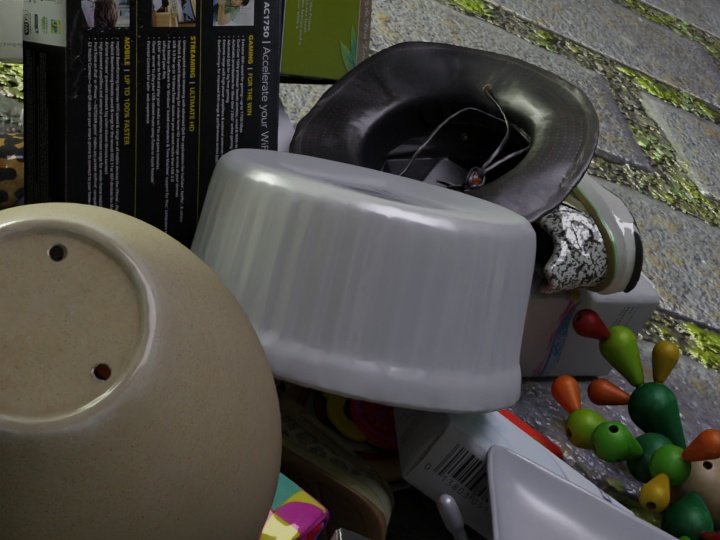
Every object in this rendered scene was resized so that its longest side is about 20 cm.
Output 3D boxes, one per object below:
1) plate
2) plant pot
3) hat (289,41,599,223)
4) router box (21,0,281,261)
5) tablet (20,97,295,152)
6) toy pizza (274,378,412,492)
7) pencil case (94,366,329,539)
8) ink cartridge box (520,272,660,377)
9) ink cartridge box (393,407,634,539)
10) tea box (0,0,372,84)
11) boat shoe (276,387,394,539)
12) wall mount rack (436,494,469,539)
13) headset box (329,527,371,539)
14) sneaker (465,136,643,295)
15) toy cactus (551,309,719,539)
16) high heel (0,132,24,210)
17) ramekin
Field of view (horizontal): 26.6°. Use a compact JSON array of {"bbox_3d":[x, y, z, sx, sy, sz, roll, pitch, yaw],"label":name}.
[{"bbox_3d":[0.140,0.193,0.750,0.199,0.032,0.200,28,27,-11],"label":"plate"},{"bbox_3d":[-0.131,0.050,0.646,0.198,0.135,0.202,2,63,-4],"label":"plant pot"},{"bbox_3d":[0.057,-0.064,0.996,0.199,0.081,0.202,-6,46,6],"label":"hat"},{"bbox_3d":[-0.116,-0.098,0.863,0.148,0.202,0.051,-8,16,-41],"label":"router box"},{"bbox_3d":[-0.109,-0.055,0.959,0.199,0.014,0.131,-11,74,-43],"label":"tablet"},{"bbox_3d":[-0.030,0.058,0.945,0.199,0.032,0.201,24,28,-14],"label":"toy pizza"},{"bbox_3d":[-0.108,0.095,0.751,0.200,0.089,0.088,38,28,10],"label":"pencil case"},{"bbox_3d":[0.100,0.001,1.111,0.199,0.088,0.146,0,41,-41],"label":"ink cartridge box"},{"bbox_3d":[0.092,0.104,0.924,0.160,0.047,0.200,37,18,-16],"label":"ink cartridge box"},{"bbox_3d":[-0.120,-0.200,1.041,0.198,0.135,0.196,6,5,28],"label":"tea box"},{"bbox_3d":[-0.070,0.088,0.822,0.200,0.073,0.063,38,21,-1],"label":"boat shoe"},{"bbox_3d":[0.094,0.212,0.775,0.173,0.075,0.200,28,27,-5],"label":"wall mount rack"},{"bbox_3d":[0.020,0.200,0.584,0.148,0.201,0.075,24,28,-15],"label":"headset box"},{"bbox_3d":[0.107,-0.054,1.052,0.088,0.077,0.200,-16,47,-31],"label":"sneaker"},{"bbox_3d":[0.213,0.124,1.019,0.165,0.102,0.201,30,27,-40],"label":"toy cactus"},{"bbox_3d":[-0.184,-0.090,0.981,0.142,0.071,0.201,30,36,-17],"label":"high heel"},{"bbox_3d":[0.000,0.000,0.826,0.199,0.099,0.201,12,8,-2],"label":"ramekin"}]
